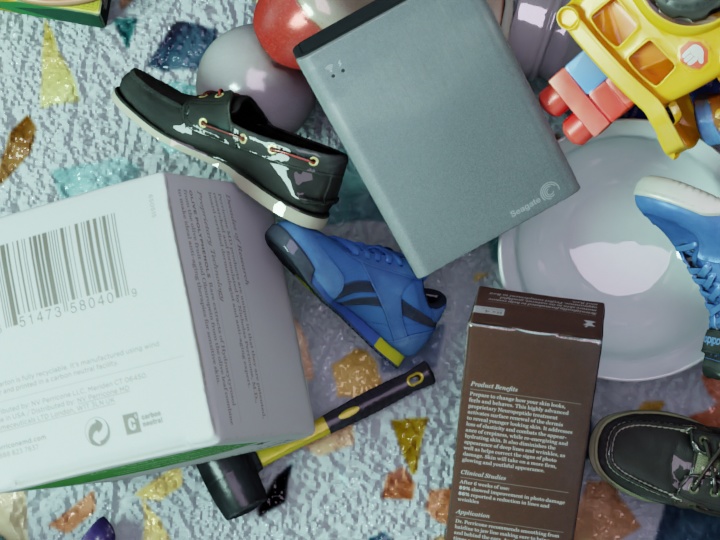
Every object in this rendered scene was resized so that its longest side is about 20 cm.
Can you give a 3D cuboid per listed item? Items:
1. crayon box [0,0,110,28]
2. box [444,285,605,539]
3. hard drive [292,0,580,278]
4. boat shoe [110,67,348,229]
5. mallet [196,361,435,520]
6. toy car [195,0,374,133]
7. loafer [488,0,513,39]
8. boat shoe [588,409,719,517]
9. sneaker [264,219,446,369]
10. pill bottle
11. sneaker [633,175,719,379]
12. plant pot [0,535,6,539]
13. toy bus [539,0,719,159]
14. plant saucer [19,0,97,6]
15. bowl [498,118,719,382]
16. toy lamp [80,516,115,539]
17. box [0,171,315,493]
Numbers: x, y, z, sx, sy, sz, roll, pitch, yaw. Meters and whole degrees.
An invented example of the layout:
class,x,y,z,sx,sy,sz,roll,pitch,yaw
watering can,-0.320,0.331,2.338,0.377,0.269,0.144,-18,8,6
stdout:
class,x,y,z,sx,sy,sz,roll,pitch,yaw
crayon box,-0.290,-0.275,1.741,0.199,0.051,0.128,10,83,0
box,0.122,0.120,1.639,0.099,0.075,0.201,8,116,6
hard drive,0.057,-0.108,1.579,0.139,0.033,0.201,-29,118,2
boat shoe,-0.096,-0.103,1.617,0.201,0.074,0.063,30,107,23
mallet,-0.029,0.133,1.704,0.199,0.041,0.066,-19,82,-6
toy car,-0.053,-0.158,1.699,0.200,0.177,0.185,-39,70,24
loafer,0.083,-0.203,1.682,0.062,0.072,0.201,14,40,-4
boat shoe,0.271,0.151,1.656,0.200,0.066,0.072,18,79,-21
sneaker,0.000,0.000,1.650,0.078,0.200,0.066,-46,49,2
pill bottle,0.213,-0.166,1.696,0.199,0.120,0.120,18,84,2
sneaker,0.268,0.020,1.603,0.199,0.077,0.112,32,87,-12
plant pot,-0.340,0.276,1.605,0.199,0.196,0.202,0,82,0
toy bus,0.232,-0.149,1.568,0.200,0.136,0.192,47,110,4
plant saucer,-0.233,-0.301,1.701,0.199,0.037,0.202,0,82,0
bowl,0.203,-0.019,1.683,0.200,0.090,0.203,0,96,0
toy lamp,-0.134,0.269,1.677,0.200,0.058,0.058,36,84,7
box,-0.169,0.048,1.614,0.198,0.171,0.201,-15,83,23
